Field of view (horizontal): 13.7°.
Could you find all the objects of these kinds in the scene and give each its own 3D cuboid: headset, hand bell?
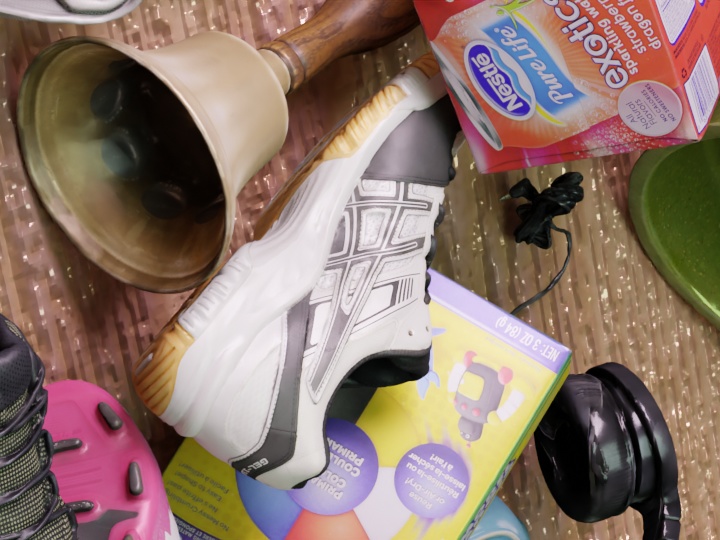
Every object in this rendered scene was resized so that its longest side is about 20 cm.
[{"bbox_3d":[0.076,0.064,1.241,0.123,0.094,0.200,6,69,-14],"label":"headset"},{"bbox_3d":[-0.028,-0.082,1.159,0.200,0.104,0.104,-37,123,-41],"label":"hand bell"}]

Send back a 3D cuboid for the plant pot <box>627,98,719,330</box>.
[{"bbox_3d":[0.248,-0.069,1.314,0.200,0.200,0.190,50,59,-35],"label":"plant pot"}]

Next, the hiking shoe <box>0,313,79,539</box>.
[{"bbox_3d":[-0.142,0.065,1.034,0.076,0.101,0.200,-32,88,-31],"label":"hiking shoe"}]

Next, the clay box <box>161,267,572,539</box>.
[{"bbox_3d":[-0.015,0.091,1.180,0.200,0.115,0.048,-58,171,-12],"label":"clay box"}]

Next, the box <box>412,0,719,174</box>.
[{"bbox_3d":[0.098,-0.135,1.167,0.100,0.095,0.200,67,30,-28],"label":"box"}]

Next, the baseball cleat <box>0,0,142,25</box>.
[{"bbox_3d":[-0.079,-0.123,1.077,0.200,0.106,0.070,-16,125,-29],"label":"baseball cleat"}]

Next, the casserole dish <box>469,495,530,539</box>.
[{"bbox_3d":[0.010,0.169,1.268,0.200,0.039,0.121,-29,119,-30],"label":"casserole dish"}]

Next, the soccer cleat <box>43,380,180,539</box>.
[{"bbox_3d":[-0.090,0.141,1.122,0.070,0.200,0.086,-19,155,-1],"label":"soccer cleat"}]

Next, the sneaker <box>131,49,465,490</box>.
[{"bbox_3d":[0.000,0.000,1.146,0.088,0.076,0.200,41,67,-4],"label":"sneaker"}]
